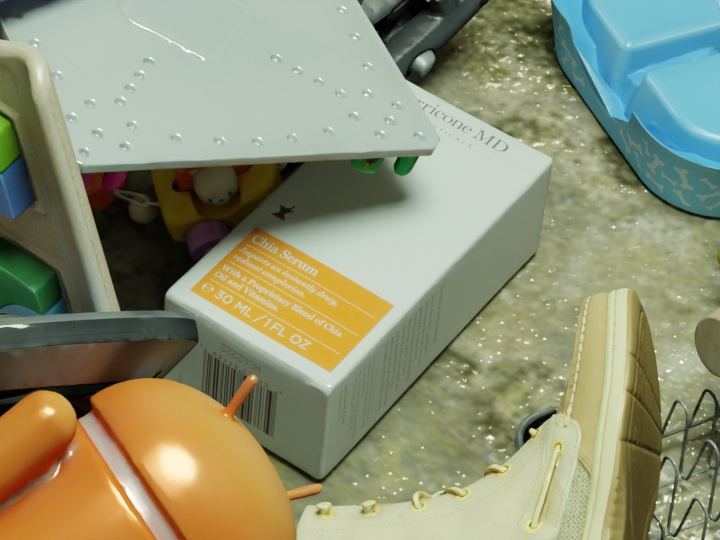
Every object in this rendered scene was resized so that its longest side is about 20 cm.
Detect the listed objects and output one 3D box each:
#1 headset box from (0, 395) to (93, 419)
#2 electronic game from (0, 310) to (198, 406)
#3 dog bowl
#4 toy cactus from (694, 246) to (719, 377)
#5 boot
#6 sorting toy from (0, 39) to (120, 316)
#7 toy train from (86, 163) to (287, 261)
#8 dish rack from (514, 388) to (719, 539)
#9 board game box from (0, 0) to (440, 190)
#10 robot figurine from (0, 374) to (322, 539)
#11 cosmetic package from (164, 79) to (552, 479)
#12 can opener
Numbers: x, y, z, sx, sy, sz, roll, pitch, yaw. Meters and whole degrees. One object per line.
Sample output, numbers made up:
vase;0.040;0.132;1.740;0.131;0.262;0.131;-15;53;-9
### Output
headset box;-0.150;0.129;1.159;0.148;0.075;0.200;17;48;9
electronic game;-0.166;0.036;1.076;0.200;0.200;0.042;-6;86;-12
dog bowl;0.176;-0.108;1.434;0.111;0.050;0.200;-16;52;-20
toy cactus;0.227;0.018;1.267;0.165;0.102;0.200;-18;55;-33
boot;0.052;0.101;1.163;0.155;0.073;0.200;1;71;23
sorting toy;-0.198;-0.030;1.194;0.200;0.185;0.036;14;43;34
toy train;-0.089;-0.091;1.344;0.200;0.056;0.150;-41;63;-13
dish rack;0.186;0.112;1.228;0.200;0.055;0.153;-17;52;-21
board game box;-0.087;-0.117;1.256;0.200;0.026;0.200;-4;49;-33
robot figurine;-0.109;0.121;1.020;0.200;0.117;0.144;-35;92;-6
cosmetic package;0.000;0.000;1.299;0.101;0.071;0.200;29;50;20
can opener;-0.003;-0.108;1.405;0.063;0.079;0.200;34;62;22
